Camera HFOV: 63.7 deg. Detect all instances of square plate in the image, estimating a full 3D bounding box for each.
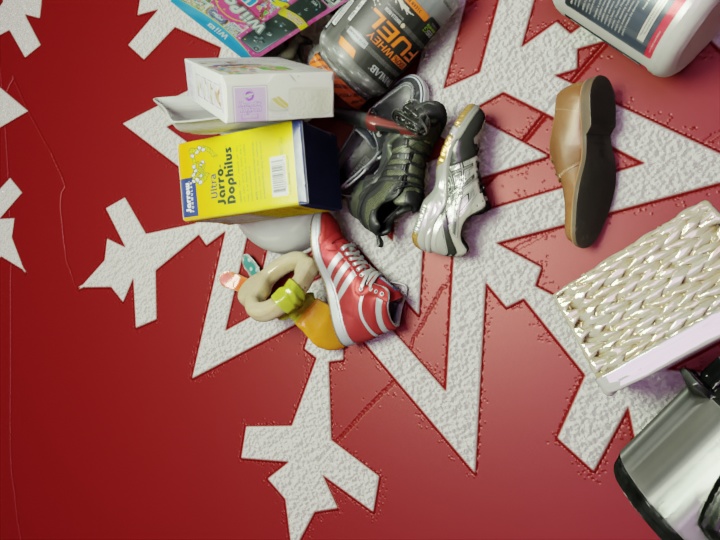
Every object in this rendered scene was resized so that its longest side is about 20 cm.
[{"bbox_3d":[-0.184,-0.228,0.834,0.200,0.196,0.029,-136,42,-55],"label":"square plate"}]

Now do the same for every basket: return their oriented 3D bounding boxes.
[{"bbox_3d":[0.327,0.031,0.631,0.199,0.135,0.124,-35,70,22],"label":"basket"}]

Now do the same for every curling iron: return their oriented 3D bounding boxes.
[{"bbox_3d":[0.014,-0.208,0.773,0.199,0.026,0.050,21,140,42],"label":"curling iron"}]

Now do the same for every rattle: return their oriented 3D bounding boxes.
[{"bbox_3d":[-0.121,0.047,0.915,0.199,0.142,0.132,-8,59,46],"label":"rattle"}]

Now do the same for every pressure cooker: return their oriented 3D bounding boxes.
[{"bbox_3d":[0.380,0.190,0.577,0.201,0.175,0.179,-52,42,15],"label":"pressure cooker"}]

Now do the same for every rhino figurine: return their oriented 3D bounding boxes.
[{"bbox_3d":[-0.112,-0.327,0.902,0.200,0.060,0.088,47,112,18],"label":"rhino figurine"}]

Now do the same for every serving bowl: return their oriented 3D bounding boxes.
[{"bbox_3d":[-0.131,-0.127,0.904,0.198,0.066,0.203,0,90,27],"label":"serving bowl"}]

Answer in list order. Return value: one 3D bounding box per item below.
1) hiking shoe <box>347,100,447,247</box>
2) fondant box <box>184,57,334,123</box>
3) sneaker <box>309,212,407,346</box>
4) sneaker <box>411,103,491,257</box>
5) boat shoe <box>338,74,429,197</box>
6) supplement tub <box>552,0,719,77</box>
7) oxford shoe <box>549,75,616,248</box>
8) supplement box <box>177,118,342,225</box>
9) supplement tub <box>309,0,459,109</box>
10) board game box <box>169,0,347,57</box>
[{"bbox_3d":[0.067,-0.129,0.789,0.201,0.075,0.101,-56,49,25],"label":"hiking shoe"},{"bbox_3d":[-0.139,-0.245,0.771,0.200,0.143,0.059,39,134,54],"label":"fondant box"},{"bbox_3d":[0.000,0.000,0.830,0.111,0.071,0.202,-16,89,29],"label":"sneaker"},{"bbox_3d":[0.139,-0.115,0.773,0.087,0.076,0.202,20,101,10],"label":"sneaker"},{"bbox_3d":[0.021,-0.193,0.826,0.072,0.068,0.200,46,108,20],"label":"boat shoe"},{"bbox_3d":[0.307,-0.326,0.644,0.200,0.140,0.141,45,107,20],"label":"supplement tub"},{"bbox_3d":[0.266,-0.128,0.713,0.071,0.071,0.203,4,91,54],"label":"oxford shoe"},{"bbox_3d":[-0.139,-0.130,0.809,0.198,0.109,0.111,-5,90,22],"label":"supplement box"},{"bbox_3d":[0.028,-0.330,0.796,0.200,0.122,0.123,-47,70,18],"label":"supplement tub"},{"bbox_3d":[-0.132,-0.381,0.774,0.198,0.147,0.065,-14,62,36],"label":"board game box"}]
